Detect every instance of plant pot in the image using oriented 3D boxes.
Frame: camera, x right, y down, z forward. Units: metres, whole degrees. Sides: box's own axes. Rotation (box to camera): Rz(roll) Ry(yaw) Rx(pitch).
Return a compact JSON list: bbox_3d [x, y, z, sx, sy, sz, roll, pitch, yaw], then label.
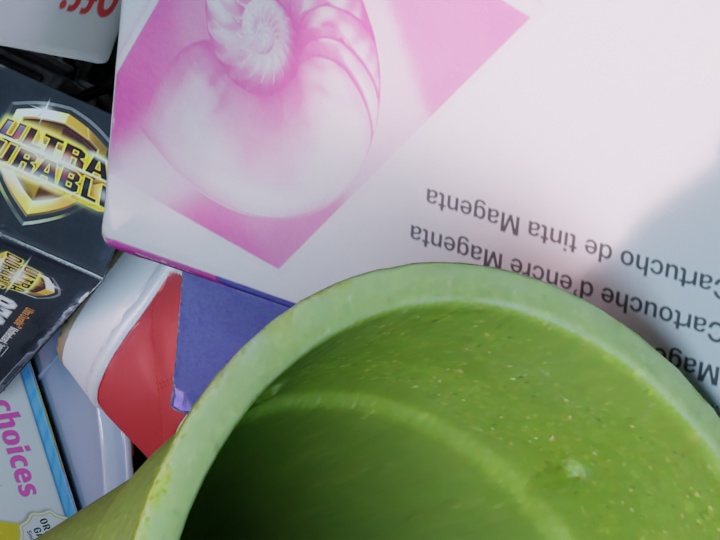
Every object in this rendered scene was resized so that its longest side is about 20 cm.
[{"bbox_3d":[-0.028,0.119,0.624,0.190,0.200,0.201,-21,82,45],"label":"plant pot"}]

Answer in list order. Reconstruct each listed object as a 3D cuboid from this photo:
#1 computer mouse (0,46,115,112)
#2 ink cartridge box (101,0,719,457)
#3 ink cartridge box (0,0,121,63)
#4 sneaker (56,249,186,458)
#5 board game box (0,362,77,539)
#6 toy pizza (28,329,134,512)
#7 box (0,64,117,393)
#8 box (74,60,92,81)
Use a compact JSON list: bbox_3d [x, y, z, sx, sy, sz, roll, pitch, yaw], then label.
[{"bbox_3d":[-0.104,-0.054,0.878,0.200,0.110,0.044,-18,43,48],"label":"computer mouse"},{"bbox_3d":[0.025,-0.027,0.674,0.196,0.043,0.201,18,111,33],"label":"ink cartridge box"},{"bbox_3d":[-0.085,-0.158,0.702,0.083,0.146,0.201,25,97,17],"label":"ink cartridge box"},{"bbox_3d":[0.000,0.000,0.771,0.113,0.071,0.200,51,131,19],"label":"sneaker"},{"bbox_3d":[-0.176,0.035,0.936,0.034,0.134,0.201,-58,46,51],"label":"board game box"},{"bbox_3d":[-0.108,0.047,0.992,0.200,0.032,0.201,30,124,60],"label":"toy pizza"},{"bbox_3d":[-0.155,-0.027,0.821,0.200,0.158,0.046,141,151,-70],"label":"box"},{"bbox_3d":[-0.129,-0.127,0.869,0.200,0.136,0.039,121,149,-48],"label":"box"}]
